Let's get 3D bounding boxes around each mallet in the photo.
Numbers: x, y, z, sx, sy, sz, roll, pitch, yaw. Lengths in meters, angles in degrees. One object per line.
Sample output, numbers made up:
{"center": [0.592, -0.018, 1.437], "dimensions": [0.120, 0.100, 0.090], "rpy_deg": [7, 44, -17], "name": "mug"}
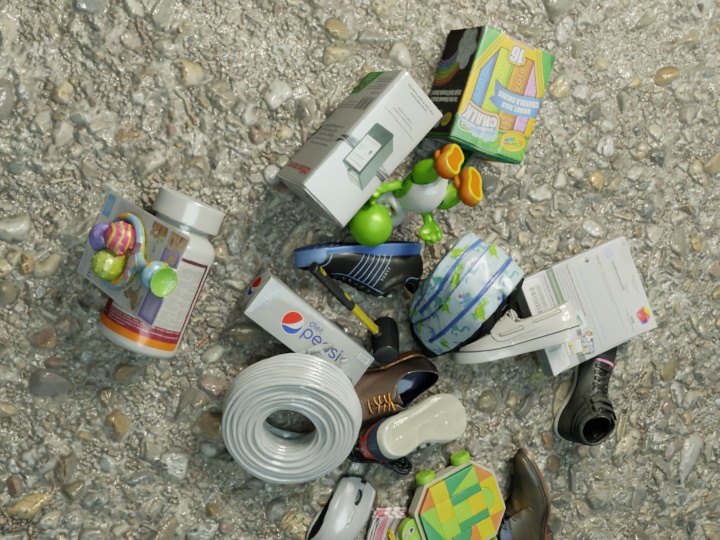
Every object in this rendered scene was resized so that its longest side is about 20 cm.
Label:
{"center": [-0.007, 0.062, 1.179], "dimensions": [0.041, 0.067, 0.200], "rpy_deg": [-27, 135, 22], "name": "mallet"}

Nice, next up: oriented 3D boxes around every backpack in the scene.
{"center": [0.150, 0.033, 1.183], "dimensions": [0.163, 0.200, 0.155], "rpy_deg": [-40, 99, -13], "name": "backpack"}

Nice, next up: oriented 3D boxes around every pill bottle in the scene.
{"center": [-0.254, 0.002, 1.090], "dimensions": [0.108, 0.109, 0.203], "rpy_deg": [22, 92, -21], "name": "pill bottle"}

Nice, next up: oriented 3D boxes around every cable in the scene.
{"center": [-0.095, 0.209, 1.170], "dimensions": [0.196, 0.070, 0.203], "rpy_deg": [-12, 120, 6], "name": "cable"}

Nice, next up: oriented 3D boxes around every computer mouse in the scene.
{"center": [-0.010, 0.356, 1.276], "dimensions": [0.109, 0.044, 0.202], "rpy_deg": [30, 90, -22], "name": "computer mouse"}

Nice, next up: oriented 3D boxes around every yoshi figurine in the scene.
{"center": [0.060, -0.086, 1.135], "dimensions": [0.111, 0.198, 0.115], "rpy_deg": [-6, 78, -54], "name": "yoshi figurine"}

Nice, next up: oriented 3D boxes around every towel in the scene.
{"center": [0.098, 0.454, 1.340], "dimensions": [0.196, 0.030, 0.150], "rpy_deg": [7, 99, -20], "name": "towel"}

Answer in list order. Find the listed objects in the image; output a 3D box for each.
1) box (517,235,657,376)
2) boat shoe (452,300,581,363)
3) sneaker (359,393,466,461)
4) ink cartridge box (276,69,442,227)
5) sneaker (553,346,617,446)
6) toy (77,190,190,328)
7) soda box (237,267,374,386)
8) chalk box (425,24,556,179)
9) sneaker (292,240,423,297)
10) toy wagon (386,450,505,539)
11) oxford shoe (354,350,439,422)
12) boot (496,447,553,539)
{"center": [0.354, 0.054, 1.326], "dimensions": [0.197, 0.041, 0.159], "rpy_deg": [-23, 92, -13], "name": "box"}
{"center": [0.229, 0.093, 1.266], "dimensions": [0.197, 0.072, 0.067], "rpy_deg": [-16, 88, 24], "name": "boat shoe"}
{"center": [0.077, 0.238, 1.270], "dimensions": [0.198, 0.084, 0.076], "rpy_deg": [-5, 75, -44], "name": "sneaker"}
{"center": [-0.006, -0.166, 1.124], "dimensions": [0.084, 0.146, 0.200], "rpy_deg": [44, 86, -22], "name": "ink cartridge box"}
{"center": [0.386, 0.192, 1.351], "dimensions": [0.070, 0.099, 0.203], "rpy_deg": [22, 92, -19], "name": "sneaker"}
{"center": [-0.295, -0.022, 1.026], "dimensions": [0.047, 0.198, 0.117], "rpy_deg": [21, 94, -52], "name": "toy"}
{"center": [-0.077, 0.084, 1.188], "dimensions": [0.199, 0.068, 0.064], "rpy_deg": [40, 89, -20], "name": "soda box"}
{"center": [0.168, -0.223, 1.185], "dimensions": [0.122, 0.125, 0.204], "rpy_deg": [15, 96, -20], "name": "chalk box"}
{"center": [0.000, 0.000, 1.198], "dimensions": [0.196, 0.070, 0.080], "rpy_deg": [-2, 96, -19], "name": "sneaker"}
{"center": [0.134, 0.385, 1.308], "dimensions": [0.197, 0.039, 0.158], "rpy_deg": [-22, 95, -23], "name": "toy wagon"}
{"center": [0.025, 0.183, 1.239], "dimensions": [0.198, 0.073, 0.072], "rpy_deg": [-29, 109, -11], "name": "oxford shoe"}
{"center": [0.252, 0.391, 1.357], "dimensions": [0.095, 0.075, 0.204], "rpy_deg": [-19, 108, -17], "name": "boot"}
